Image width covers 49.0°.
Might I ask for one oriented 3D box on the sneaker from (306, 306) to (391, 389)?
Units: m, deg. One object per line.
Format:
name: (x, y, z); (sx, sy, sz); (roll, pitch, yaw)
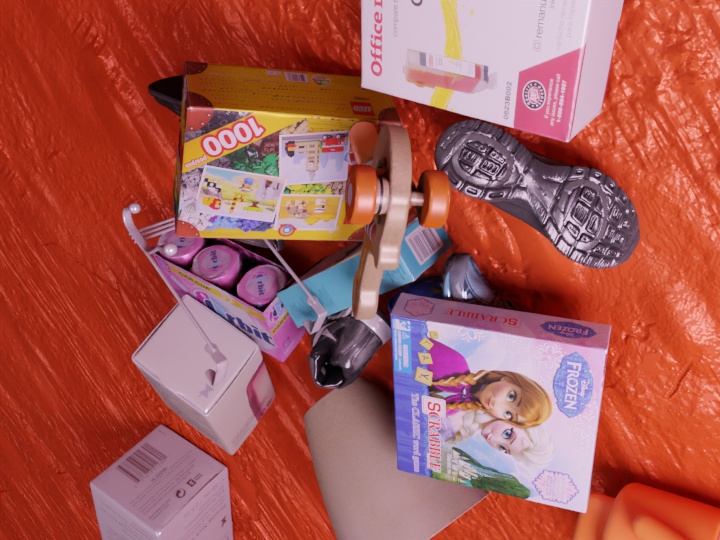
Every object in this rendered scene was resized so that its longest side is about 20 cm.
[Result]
sneaker: (-0.032, 0.093, 0.904); (0.066, 0.091, 0.200); (41, 159, -8)

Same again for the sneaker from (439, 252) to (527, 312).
sneaker: (0.155, 0.059, 0.782); (0.095, 0.080, 0.201); (-21, 111, 35)

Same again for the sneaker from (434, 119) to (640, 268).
sneaker: (0.154, -0.072, 0.688); (0.198, 0.091, 0.077); (31, 101, -6)

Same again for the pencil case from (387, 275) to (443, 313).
pencil case: (0.099, 0.107, 0.843); (0.202, 0.077, 0.087); (66, 164, -15)

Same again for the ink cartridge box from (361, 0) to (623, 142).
ink cartridge box: (0.099, -0.205, 0.633); (0.198, 0.083, 0.147); (22, 130, 28)

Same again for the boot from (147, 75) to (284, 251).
boot: (-0.170, -0.121, 0.928); (0.198, 0.069, 0.176); (28, 132, 21)

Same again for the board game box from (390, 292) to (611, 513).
board game box: (0.129, 0.129, 0.762); (0.196, 0.041, 0.203); (7, 123, 19)

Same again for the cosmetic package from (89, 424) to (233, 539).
cosmetic package: (-0.334, 0.414, 1.350); (0.165, 0.167, 0.202); (24, 131, 25)

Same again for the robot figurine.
robot figurine: (0.306, 0.277, 0.754); (0.198, 0.116, 0.146); (11, 124, 34)

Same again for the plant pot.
plant pot: (0.022, 0.235, 0.945); (0.201, 0.186, 0.188); (55, 139, 18)

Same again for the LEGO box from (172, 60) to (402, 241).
LEGO box: (-0.077, -0.109, 0.765); (0.078, 0.197, 0.150); (-108, 25, -43)

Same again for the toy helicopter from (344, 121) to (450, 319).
toy helicopter: (0.013, -0.040, 0.706); (0.077, 0.133, 0.202); (1, 133, -12)

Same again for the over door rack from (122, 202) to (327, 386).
over door rack: (-0.132, -0.007, 0.813); (0.202, 0.147, 0.067); (58, 141, 11)

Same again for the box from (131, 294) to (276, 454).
box: (-0.199, 0.143, 1.047); (0.127, 0.109, 0.201); (32, 158, 15)

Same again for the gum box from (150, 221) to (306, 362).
gum box: (-0.166, 0.020, 0.995); (0.198, 0.066, 0.114); (26, 152, 25)

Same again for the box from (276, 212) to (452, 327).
box: (0.000, 0.000, 0.855); (0.199, 0.082, 0.050); (-24, 101, 47)
